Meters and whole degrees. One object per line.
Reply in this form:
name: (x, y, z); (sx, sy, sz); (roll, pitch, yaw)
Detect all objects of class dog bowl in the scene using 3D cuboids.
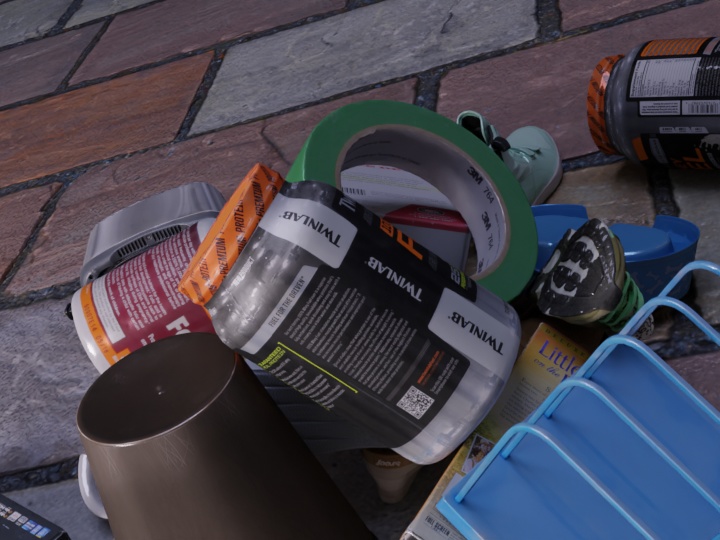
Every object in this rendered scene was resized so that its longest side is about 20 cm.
dog bowl: (0.191, -0.012, 1.058); (0.200, 0.050, 0.111); (12, 28, 43)

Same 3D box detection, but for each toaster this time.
toaster: (-0.203, -0.008, 1.272); (0.199, 0.114, 0.129); (-24, 26, 1)

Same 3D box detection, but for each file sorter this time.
file sorter: (0.175, 0.107, 0.741); (0.139, 0.123, 0.200); (45, 53, 13)

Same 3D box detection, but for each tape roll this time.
tape roll: (0.039, -0.040, 0.958); (0.201, 0.200, 0.048); (-53, 0, -42)

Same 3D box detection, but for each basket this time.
basket: (-0.097, 0.153, 0.844); (0.180, 0.200, 0.136); (-23, 30, -4)

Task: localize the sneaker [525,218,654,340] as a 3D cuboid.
sneaker: (0.179, 0.015, 0.897); (0.077, 0.088, 0.200); (-59, -1, 5)

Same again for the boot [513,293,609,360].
boot: (0.137, 0.072, 0.943); (0.075, 0.074, 0.200); (7, 27, 24)

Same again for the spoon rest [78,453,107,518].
spoon rest: (-0.149, 0.168, 0.984); (0.200, 0.099, 0.061); (-14, 57, 39)

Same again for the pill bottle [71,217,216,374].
pill bottle: (-0.155, 0.023, 1.157); (0.200, 0.114, 0.114); (-29, 29, 6)

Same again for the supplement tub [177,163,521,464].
supplement tub: (-0.008, 0.025, 0.799); (0.123, 0.200, 0.123); (-54, 12, 16)

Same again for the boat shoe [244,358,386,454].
boat shoe: (-0.017, 0.094, 0.917); (0.199, 0.072, 0.062); (4, 21, 5)

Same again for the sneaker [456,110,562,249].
sneaker: (0.141, -0.119, 1.219); (0.074, 0.118, 0.201); (-7, 31, 26)

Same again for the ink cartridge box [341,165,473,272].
ink cartridge box: (0.013, -0.037, 1.115); (0.145, 0.084, 0.200); (7, 17, -4)

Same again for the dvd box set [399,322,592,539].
dvd box set: (0.131, 0.141, 0.798); (0.146, 0.029, 0.200); (34, 51, 6)

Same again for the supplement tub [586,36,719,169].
supplement tub: (0.320, -0.154, 1.156); (0.199, 0.123, 0.123); (5, 39, 39)

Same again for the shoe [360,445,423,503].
shoe: (0.036, 0.102, 0.992); (0.070, 0.054, 0.200); (-3, 32, 16)

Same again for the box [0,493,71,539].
box: (-0.340, 0.248, 1.006); (0.200, 0.044, 0.160); (13, 44, 45)
